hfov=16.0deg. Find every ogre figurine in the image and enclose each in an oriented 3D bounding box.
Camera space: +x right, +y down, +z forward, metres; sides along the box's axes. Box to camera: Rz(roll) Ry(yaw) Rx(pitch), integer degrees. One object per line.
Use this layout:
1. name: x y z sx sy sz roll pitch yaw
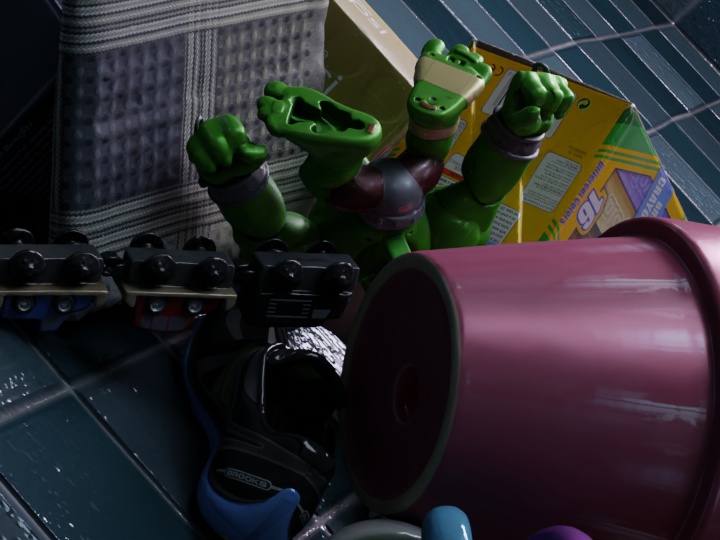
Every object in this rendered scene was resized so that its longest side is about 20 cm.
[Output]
1. ogre figurine: 0.005 -0.043 1.329 0.199 0.120 0.098 -26 52 -33

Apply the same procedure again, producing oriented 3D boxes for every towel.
1. towel: -0.087 -0.084 1.310 0.034 0.194 0.199 16 21 35

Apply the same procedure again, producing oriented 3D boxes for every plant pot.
1. plant pot: 0.095 0.066 1.264 0.178 0.201 0.200 9 33 -25

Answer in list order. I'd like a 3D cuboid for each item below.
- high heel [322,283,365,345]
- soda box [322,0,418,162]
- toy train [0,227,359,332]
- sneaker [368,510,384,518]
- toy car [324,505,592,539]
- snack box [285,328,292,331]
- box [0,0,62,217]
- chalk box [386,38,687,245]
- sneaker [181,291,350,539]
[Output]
1. high heel: 0.000 0.000 1.481 0.096 0.067 0.201 -80 153 -57
2. soda box: -0.045 -0.146 1.424 0.200 0.068 0.064 48 15 3
3. toy train: -0.095 0.008 1.253 0.199 0.046 0.034 2 27 -25
4. sneaker: 0.039 0.133 1.384 0.070 0.073 0.200 11 30 -19
5. toy car: 0.066 0.185 1.162 0.200 0.150 0.175 40 18 -19
6. snack box: -0.041 -0.032 1.587 0.116 0.037 0.200 49 17 5
7. box: -0.156 -0.111 1.379 0.200 0.107 0.149 20 31 -57
8. chalk box: 0.107 -0.015 1.503 0.124 0.124 0.200 25 -19 34
9. sneaker: -0.041 0.068 1.286 0.071 0.083 0.200 38 17 -22
